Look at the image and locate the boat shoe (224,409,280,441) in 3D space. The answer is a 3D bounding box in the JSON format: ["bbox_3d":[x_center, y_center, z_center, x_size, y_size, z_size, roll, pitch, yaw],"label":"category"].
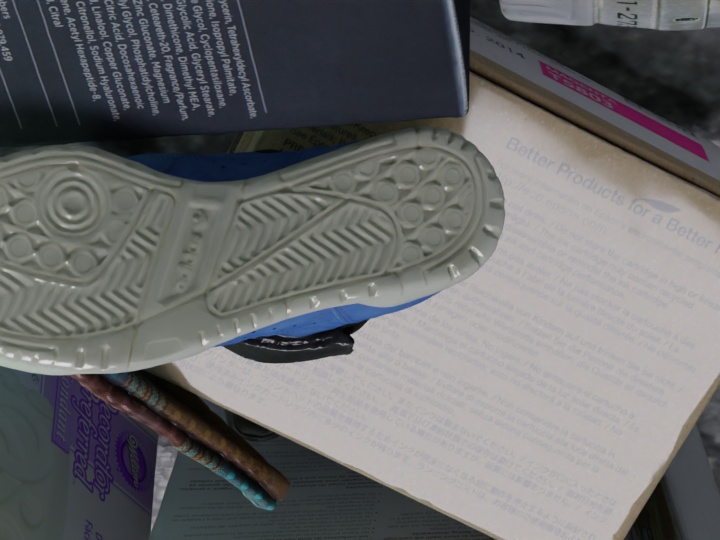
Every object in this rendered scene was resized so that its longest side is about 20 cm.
[{"bbox_3d":[0.000,0.000,1.016,0.072,0.071,0.200,17,135,-16],"label":"boat shoe"}]

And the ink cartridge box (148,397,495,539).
[{"bbox_3d":[0.013,0.105,1.057,0.198,0.200,0.041,-3,114,8],"label":"ink cartridge box"}]

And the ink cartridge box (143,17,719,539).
[{"bbox_3d":[0.040,-0.001,0.936,0.199,0.075,0.165,27,109,-10],"label":"ink cartridge box"}]

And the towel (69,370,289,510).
[{"bbox_3d":[-0.121,0.020,0.981,0.146,0.200,0.022,37,89,-35],"label":"towel"}]

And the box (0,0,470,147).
[{"bbox_3d":[-0.066,-0.131,0.793,0.198,0.149,0.107,-3,142,8],"label":"box"}]

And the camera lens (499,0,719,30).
[{"bbox_3d":[0.138,-0.154,0.742,0.198,0.161,0.160,-1,142,5],"label":"camera lens"}]

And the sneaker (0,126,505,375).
[{"bbox_3d":[-0.060,-0.003,0.826,0.199,0.077,0.111,-11,173,-16],"label":"sneaker"}]

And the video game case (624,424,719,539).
[{"bbox_3d":[0.147,0.155,1.107,0.023,0.201,0.183,-11,142,-4],"label":"video game case"}]

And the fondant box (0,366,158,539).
[{"bbox_3d":[-0.171,0.084,1.079,0.058,0.145,0.200,-20,137,25],"label":"fondant box"}]
